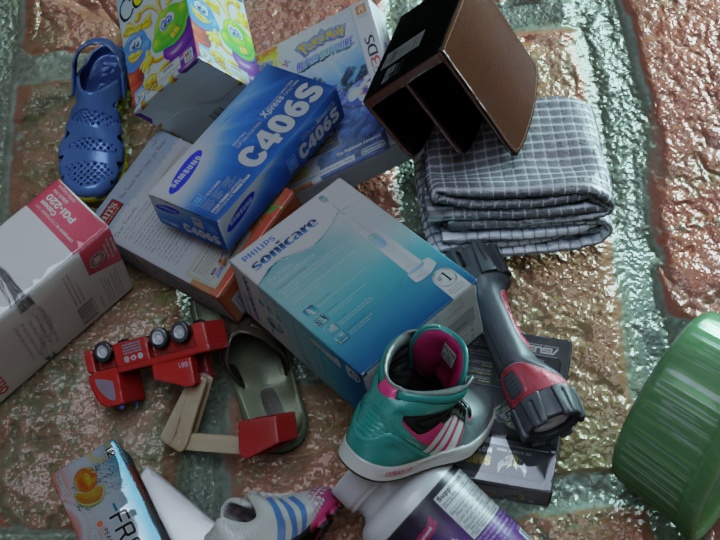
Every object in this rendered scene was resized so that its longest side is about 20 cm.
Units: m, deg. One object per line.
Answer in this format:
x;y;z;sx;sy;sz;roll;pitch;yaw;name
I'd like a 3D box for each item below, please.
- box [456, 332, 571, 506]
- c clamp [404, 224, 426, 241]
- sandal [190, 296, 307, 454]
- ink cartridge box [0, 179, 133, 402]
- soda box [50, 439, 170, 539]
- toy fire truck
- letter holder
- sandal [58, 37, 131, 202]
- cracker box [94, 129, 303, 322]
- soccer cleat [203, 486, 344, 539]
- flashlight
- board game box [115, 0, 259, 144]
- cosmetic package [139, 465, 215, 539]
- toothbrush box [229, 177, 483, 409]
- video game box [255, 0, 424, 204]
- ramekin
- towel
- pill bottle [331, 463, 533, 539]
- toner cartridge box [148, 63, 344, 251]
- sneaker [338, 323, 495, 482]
0.100;0.133;1.299;0.197;0.048;0.160;8;66;7;box
0.000;0.000;1.353;0.198;0.027;0.171;-17;38;-14;c clamp
-0.107;0.085;1.325;0.079;0.058;0.202;-25;66;-10;sandal
-0.335;0.028;1.312;0.085;0.146;0.200;40;71;18;ink cartridge box
-0.196;0.253;1.155;0.068;0.064;0.201;-28;69;-6;soda box
-0.168;0.122;1.290;0.198;0.049;0.143;-15;85;21;toy fire truck
0.101;-0.190;1.357;0.100;0.142;0.201;-29;23;30;letter holder
-0.290;-0.171;1.439;0.078;0.087;0.202;0;66;0;sandal
-0.168;-0.049;1.359;0.199;0.058;0.135;26;73;31;cracker box
-0.075;0.222;1.188;0.086;0.200;0.070;35;102;9;soccer cleat
0.148;0.066;1.271;0.067;0.068;0.202;-20;60;-2;flashlight
-0.188;-0.254;1.430;0.104;0.103;0.202;-34;53;27;board game box
-0.150;0.287;1.217;0.199;0.085;0.108;35;74;16;cosmetic package
-0.004;0.025;1.251;0.146;0.086;0.199;-38;54;-21;toothbrush box
-0.047;-0.168;1.411;0.198;0.047;0.184;-24;61;17;video game box
0.315;0.137;1.213;0.097;0.201;0.200;32;69;25;ramekin
0.154;-0.101;1.366;0.197;0.086;0.167;-4;45;1;towel
0.072;0.239;1.197;0.200;0.112;0.111;43;72;8;pill bottle
-0.111;-0.116;1.318;0.094;0.043;0.201;20;58;31;toner cartridge box
0.069;0.103;1.164;0.083;0.122;0.199;37;29;27;sneaker
